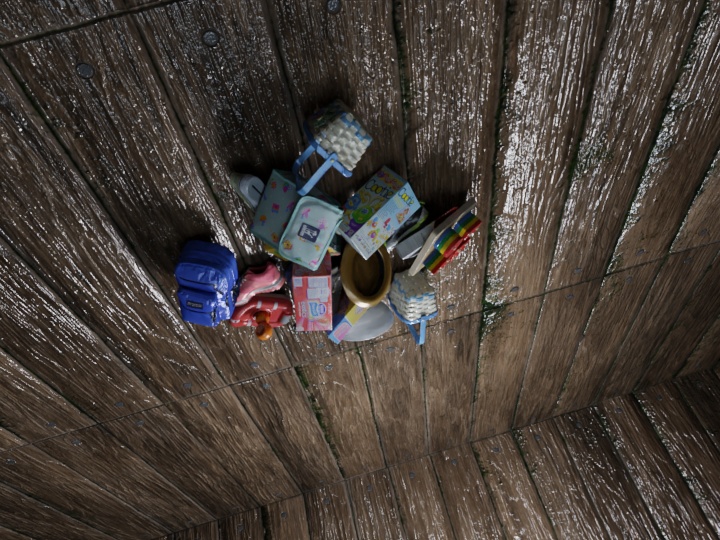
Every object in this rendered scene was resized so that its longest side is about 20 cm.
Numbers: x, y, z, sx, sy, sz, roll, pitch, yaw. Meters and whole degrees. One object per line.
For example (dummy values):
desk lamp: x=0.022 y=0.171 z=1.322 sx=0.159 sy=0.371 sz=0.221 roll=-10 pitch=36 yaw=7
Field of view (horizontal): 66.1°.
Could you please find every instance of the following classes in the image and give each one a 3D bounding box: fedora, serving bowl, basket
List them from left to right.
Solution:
basket: x=-0.078 y=-0.271 z=1.229 sx=0.138 sy=0.177 sz=0.201 roll=33 pitch=107 yaw=-28
fedora: x=0.000 y=0.000 z=1.533 sx=0.198 sy=0.205 sz=0.081 roll=18 pitch=167 yaw=-37
serving bowl: x=0.006 y=0.144 z=1.761 sx=0.196 sy=0.200 sz=0.067 roll=-14 pitch=112 yaw=-5
basket: x=0.167 y=0.112 z=1.765 sx=0.137 sy=0.177 sz=0.202 roll=-11 pitch=133 yaw=-20

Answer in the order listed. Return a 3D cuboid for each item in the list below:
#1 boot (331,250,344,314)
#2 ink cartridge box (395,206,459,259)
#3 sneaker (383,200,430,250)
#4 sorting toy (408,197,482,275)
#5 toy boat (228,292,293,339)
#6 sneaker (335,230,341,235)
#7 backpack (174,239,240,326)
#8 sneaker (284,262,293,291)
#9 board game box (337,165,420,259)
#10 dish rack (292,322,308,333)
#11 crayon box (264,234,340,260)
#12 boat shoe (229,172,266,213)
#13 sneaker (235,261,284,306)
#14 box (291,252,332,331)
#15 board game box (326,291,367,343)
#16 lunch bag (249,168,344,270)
boot: x=-0.068 y=0.044 z=1.613 sx=0.198 sy=0.069 sz=0.177 roll=-21 pitch=129 yaw=-37
ink cartridge box: x=0.205 y=-0.103 z=1.570 sx=0.198 sy=0.058 sz=0.162 roll=-28 pitch=175 yaw=17
sneaker: x=0.104 y=-0.131 z=1.564 sx=0.198 sy=0.072 sz=0.083 roll=-33 pitch=116 yaw=17
sorting toy: x=0.248 y=-0.076 z=1.564 sx=0.198 sy=0.070 sz=0.201 roll=-38 pitch=165 yaw=-34
toy boat: x=-0.297 y=0.148 z=1.666 sx=0.197 sy=0.132 sz=0.131 roll=6 pitch=139 yaw=-28
sneaker: x=-0.106 y=-0.150 z=1.450 sx=0.196 sy=0.067 sz=0.091 roll=4 pitch=121 yaw=-18
backpack: x=-0.400 y=0.034 z=1.449 sx=0.159 sy=0.170 sz=0.202 roll=8 pitch=134 yaw=-4
sneaker: x=-0.155 y=-0.013 z=1.575 sx=0.074 sy=0.079 sz=0.201 roll=4 pitch=137 yaw=-26
board game box: x=0.038 y=-0.149 z=1.414 sx=0.200 sy=0.103 sz=0.105 roll=-44 pitch=140 yaw=-4
dish rack: x=-0.140 y=0.083 z=1.655 sx=0.054 sy=0.154 sz=0.202 roll=24 pitch=139 yaw=20
crayon box: x=-0.164 y=-0.068 z=1.449 sx=0.196 sy=0.052 sz=0.127 roll=-5 pitch=167 yaw=19
boat shoe: x=-0.251 y=-0.182 z=1.350 sx=0.073 sy=0.061 sz=0.200 roll=-57 pitch=157 yaw=-12
sneaker: x=-0.321 y=0.031 z=1.587 sx=0.197 sy=0.074 sz=0.088 roll=-23 pitch=128 yaw=1
box: x=-0.124 y=0.058 z=1.460 sx=0.100 sy=0.096 sz=0.202 roll=-1 pitch=132 yaw=-2
board game box: x=-0.028 y=0.105 z=1.661 sx=0.040 sy=0.153 sz=0.201 roll=38 pitch=97 yaw=-18
lunch bag: x=-0.144 y=-0.119 z=1.305 sx=0.121 sy=0.199 sz=0.172 roll=-6 pitch=128 yaw=-60
